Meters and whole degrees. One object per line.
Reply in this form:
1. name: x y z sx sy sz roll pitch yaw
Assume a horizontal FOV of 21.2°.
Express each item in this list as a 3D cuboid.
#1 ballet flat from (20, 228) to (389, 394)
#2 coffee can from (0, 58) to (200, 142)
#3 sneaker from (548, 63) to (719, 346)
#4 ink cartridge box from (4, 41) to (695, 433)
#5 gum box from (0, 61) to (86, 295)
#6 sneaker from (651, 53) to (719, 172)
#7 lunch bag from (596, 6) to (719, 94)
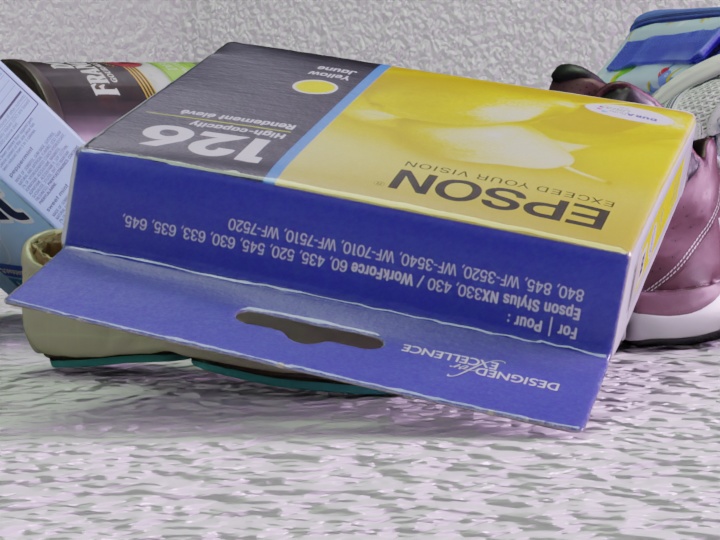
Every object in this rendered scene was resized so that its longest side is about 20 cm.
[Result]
1. ballet flat: -0.055 0.008 0.728 0.198 0.070 0.069 2 5 36
2. coffee can: -0.167 -0.078 1.394 0.198 0.148 0.146 -4 5 -38
3. sneaker: 0.061 -0.026 0.794 0.198 0.117 0.076 -3 4 -16
4. ink cartridge box: 0.006 -0.025 0.677 0.195 0.047 0.200 12 23 13
5. gum box: -0.188 -0.052 0.935 0.200 0.045 0.169 46 -21 -27
6. sneaker: 0.130 -0.035 0.866 0.198 0.078 0.085 -19 21 24
7. lunch bag: 0.212 -0.068 1.015 0.161 0.083 0.200 44 -12 -18
